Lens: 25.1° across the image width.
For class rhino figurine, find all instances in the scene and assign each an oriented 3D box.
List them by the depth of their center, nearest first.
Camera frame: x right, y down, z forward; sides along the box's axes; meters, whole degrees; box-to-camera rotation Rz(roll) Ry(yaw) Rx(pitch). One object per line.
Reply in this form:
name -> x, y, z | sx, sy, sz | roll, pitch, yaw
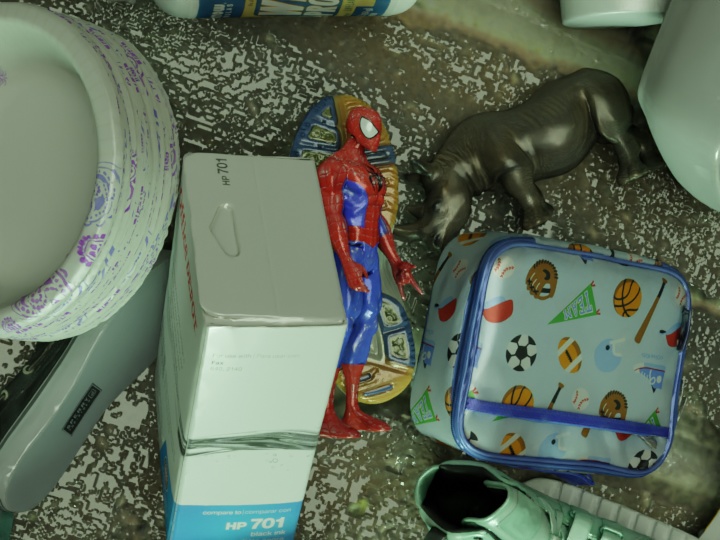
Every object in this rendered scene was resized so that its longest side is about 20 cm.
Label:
rhino figurine -> 0.105, -0.071, 1.100 | 0.200, 0.060, 0.088 | -25, 88, -7

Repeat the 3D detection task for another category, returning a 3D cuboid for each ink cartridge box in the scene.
ink cartridge box -> -0.073, 0.050, 0.976 | 0.086, 0.147, 0.200 | 3, 134, -14

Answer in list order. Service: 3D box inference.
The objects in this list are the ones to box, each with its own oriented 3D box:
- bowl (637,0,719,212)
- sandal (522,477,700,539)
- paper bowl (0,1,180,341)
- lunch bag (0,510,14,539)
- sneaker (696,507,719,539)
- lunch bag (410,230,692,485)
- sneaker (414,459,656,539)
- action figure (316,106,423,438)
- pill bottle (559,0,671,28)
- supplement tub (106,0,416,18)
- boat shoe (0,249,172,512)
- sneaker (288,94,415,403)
bowl -> 0.247, -0.144, 1.071 | 0.075, 0.200, 0.200 | 20, 86, 22
sandal -> 0.191, 0.206, 1.101 | 0.203, 0.050, 0.083 | 35, 85, 21
paper bowl -> -0.196, -0.056, 0.994 | 0.200, 0.104, 0.201 | -4, 82, 31
lunch bag -> -0.333, 0.205, 0.994 | 0.170, 0.122, 0.200 | 32, 96, -16
sneaker -> 0.292, 0.180, 1.113 | 0.070, 0.090, 0.200 | 32, 89, -47
lunch bag -> 0.133, 0.062, 1.075 | 0.200, 0.076, 0.161 | 11, 87, -31
sneaker -> 0.124, 0.181, 1.036 | 0.200, 0.118, 0.074 | 18, 77, 20
action figure -> 0.000, 0.000, 0.992 | 0.052, 0.065, 0.200 | 0, 91, 33
pill bottle -> 0.171, -0.267, 1.083 | 0.112, 0.112, 0.200 | -3, 91, -10
supplement tub -> -0.063, -0.233, 1.023 | 0.200, 0.145, 0.145 | -3, 91, -10
boat shoe -> -0.187, 0.062, 1.045 | 0.057, 0.069, 0.200 | 25, 70, 29
sneaker -> -0.011, -0.014, 1.065 | 0.075, 0.088, 0.200 | -5, 93, -6
